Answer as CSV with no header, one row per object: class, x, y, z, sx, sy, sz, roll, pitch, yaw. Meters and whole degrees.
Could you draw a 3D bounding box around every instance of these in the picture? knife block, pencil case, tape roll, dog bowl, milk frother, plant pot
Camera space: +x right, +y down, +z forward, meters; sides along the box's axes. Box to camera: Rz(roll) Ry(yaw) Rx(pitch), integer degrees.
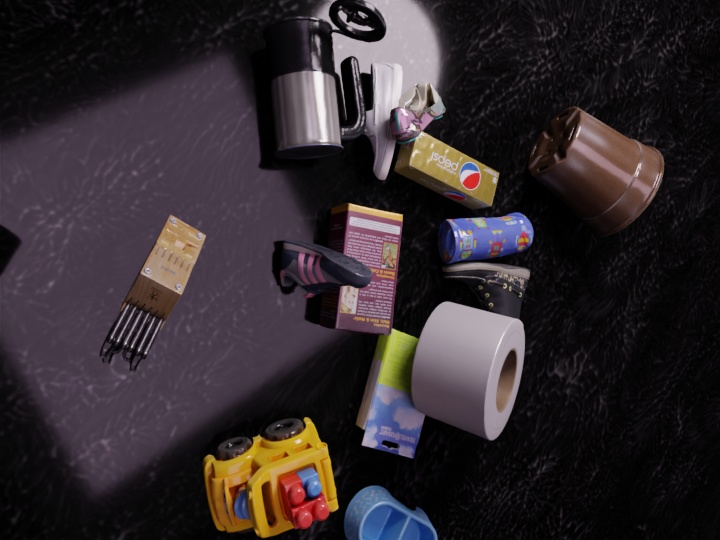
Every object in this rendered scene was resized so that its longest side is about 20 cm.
knife block,-0.314,0.042,0.783,0.063,0.176,0.204,29,34,-22
pencil case,0.239,-0.067,1.018,0.193,0.088,0.080,-8,135,-24
tape roll,0.192,0.171,0.918,0.200,0.135,0.211,-25,121,-51
dog bowl,0.061,0.477,0.956,0.197,0.049,0.114,36,77,-20
milk frother,-0.052,-0.289,0.813,0.174,0.199,0.196,-7,94,-17
plant pot,0.462,-0.211,1.067,0.194,0.200,0.206,29,79,-14

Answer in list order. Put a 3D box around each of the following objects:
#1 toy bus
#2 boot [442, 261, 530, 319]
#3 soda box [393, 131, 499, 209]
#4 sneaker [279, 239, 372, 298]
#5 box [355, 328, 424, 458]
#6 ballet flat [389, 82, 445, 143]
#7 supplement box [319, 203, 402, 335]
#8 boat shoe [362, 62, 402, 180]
toy bus,-0.128,0.332,0.792,0.193,0.191,0.141,-13,97,-22
boot,0.244,0.065,1.024,0.196,0.073,0.161,5,91,-25
soda box,0.163,-0.185,0.990,0.194,0.064,0.070,20,82,-23
sneaker,-0.058,0.010,0.827,0.069,0.197,0.085,5,101,-44
box,0.069,0.221,0.957,0.119,0.047,0.207,20,81,-23
ballet flat,0.101,-0.283,0.913,0.200,0.067,0.074,-49,134,-51
supplement box,0.000,0.000,0.904,0.107,0.085,0.209,8,87,-25
boat shoe,0.032,-0.267,0.931,0.066,0.072,0.209,6,93,-5
